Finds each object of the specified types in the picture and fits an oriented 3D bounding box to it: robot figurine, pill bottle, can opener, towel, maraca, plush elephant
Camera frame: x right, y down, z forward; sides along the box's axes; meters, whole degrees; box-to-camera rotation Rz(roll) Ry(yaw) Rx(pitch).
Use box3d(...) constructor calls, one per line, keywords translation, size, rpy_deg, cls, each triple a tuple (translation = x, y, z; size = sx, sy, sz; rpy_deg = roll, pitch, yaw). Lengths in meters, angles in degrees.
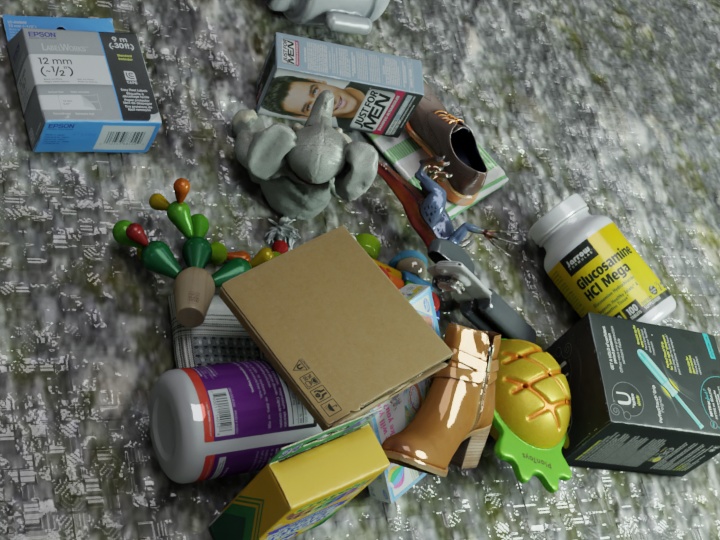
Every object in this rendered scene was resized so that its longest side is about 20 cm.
box3d(translation=(-0.038, -0.396, 1.687), size=(0.198, 0.113, 0.171), rpy_deg=(-6, 67, -33), cls="robot figurine")
box3d(translation=(-0.108, 0.148, 1.253), size=(0.198, 0.113, 0.114), rpy_deg=(-4, 62, -30), cls="pill bottle")
box3d(translation=(0.150, 0.033, 1.486), size=(0.200, 0.052, 0.067), rpy_deg=(44, 52, -37), cls="can opener")
box3d(translation=(0.316, 0.002, 1.625), size=(0.112, 0.113, 0.201), rpy_deg=(-28, 75, -39), cls="pill bottle")
box3d(translation=(0.097, -0.170, 1.674), size=(0.152, 0.023, 0.201), rpy_deg=(-32, 79, -39), cls="towel")
box3d(translation=(0.194, 0.167, 1.443), size=(0.136, 0.107, 0.202), rpy_deg=(19, 45, -26), cls="maraca")
box3d(translation=(-0.108, 0.114, 1.358), size=(0.198, 0.035, 0.195), rpy_deg=(5, 57, -28), cls="towel")
box3d(translation=(-0.063, -0.140, 1.472), size=(0.163, 0.155, 0.202), rpy_deg=(16, 52, -19), cls="plush elephant")

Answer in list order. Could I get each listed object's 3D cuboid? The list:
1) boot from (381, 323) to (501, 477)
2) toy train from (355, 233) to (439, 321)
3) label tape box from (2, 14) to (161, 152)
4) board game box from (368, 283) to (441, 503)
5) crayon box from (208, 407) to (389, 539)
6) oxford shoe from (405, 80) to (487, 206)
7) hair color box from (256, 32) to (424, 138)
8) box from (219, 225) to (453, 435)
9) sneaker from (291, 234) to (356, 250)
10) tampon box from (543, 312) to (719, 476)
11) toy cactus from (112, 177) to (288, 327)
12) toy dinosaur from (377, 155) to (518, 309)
box3d(translation=(0.093, 0.136, 1.316), size=(0.199, 0.076, 0.157), rpy_deg=(7, 96, -53), cls="boot")
box3d(translation=(0.000, 0.000, 1.463), size=(0.198, 0.085, 0.117), rpy_deg=(25, 39, -20), cls="toy train")
box3d(translation=(-0.331, -0.238, 1.446), size=(0.142, 0.066, 0.202), rpy_deg=(-4, 63, -32), cls="label tape box")
box3d(translation=(0.044, 0.134, 1.354), size=(0.134, 0.034, 0.202), rpy_deg=(-31, 117, -41), cls="board game box")
box3d(translation=(-0.057, 0.217, 1.208), size=(0.125, 0.200, 0.052), rpy_deg=(-17, 68, -36), cls="crayon box")
box3d(translation=(0.115, -0.188, 1.634), size=(0.071, 0.073, 0.201), rpy_deg=(-15, 67, -33), cls="oxford shoe")
box3d(translation=(-0.027, -0.237, 1.583), size=(0.198, 0.099, 0.061), rpy_deg=(8, 58, -17), cls="hair color box")
box3d(translation=(-0.025, 0.055, 1.261), size=(0.162, 0.021, 0.200), rpy_deg=(-26, 60, -27), cls="box")
box3d(translation=(-0.035, 0.065, 1.374), size=(0.087, 0.075, 0.203), rpy_deg=(-7, 90, 5), cls="sneaker")
box3d(translation=(0.343, 0.159, 1.527), size=(0.198, 0.126, 0.151), rpy_deg=(10, 54, -23), cls="tampon box")
box3d(translation=(-0.175, -0.011, 1.352), size=(0.198, 0.103, 0.166), rpy_deg=(20, 39, -18), cls="toy cactus")
box3d(translation=(0.094, -0.041, 1.550), size=(0.197, 0.105, 0.184), rpy_deg=(3, 74, -4), cls="toy dinosaur")
